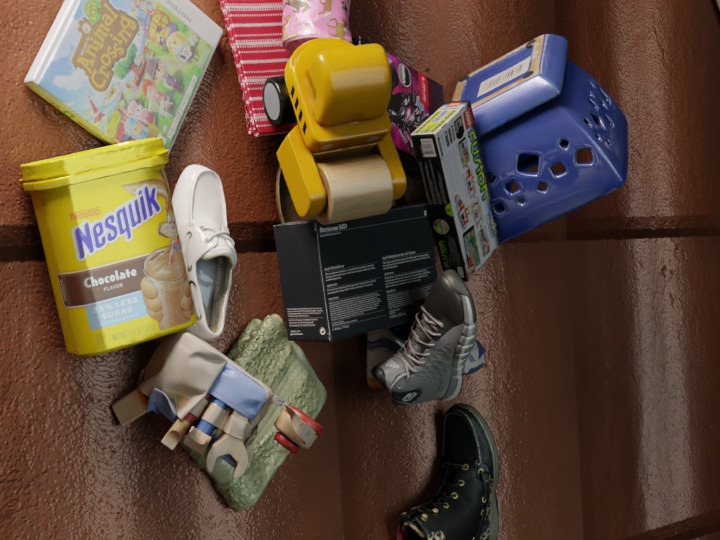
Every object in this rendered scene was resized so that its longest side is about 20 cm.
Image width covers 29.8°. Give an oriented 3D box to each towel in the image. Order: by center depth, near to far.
[{"bbox_3d":[-0.121,0.162,1.559,0.148,0.036,0.200,55,53,-26],"label":"towel"},{"bbox_3d":[-0.099,-0.261,1.600,0.145,0.022,0.200,-14,91,-44],"label":"towel"}]

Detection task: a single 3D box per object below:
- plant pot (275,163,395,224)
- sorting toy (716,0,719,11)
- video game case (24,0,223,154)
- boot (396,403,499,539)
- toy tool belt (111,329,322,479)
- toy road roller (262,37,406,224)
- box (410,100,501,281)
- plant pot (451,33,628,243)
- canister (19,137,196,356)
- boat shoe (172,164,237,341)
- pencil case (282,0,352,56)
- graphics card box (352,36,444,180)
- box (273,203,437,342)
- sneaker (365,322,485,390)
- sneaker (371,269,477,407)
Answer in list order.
[{"bbox_3d":[-0.034,-0.093,1.668,0.200,0.027,0.200,2,87,-44],"label":"plant pot"},{"bbox_3d":[0.663,-0.555,2.383,0.200,0.036,0.185,-44,117,-37],"label":"sorting toy"},{"bbox_3d":[-0.250,-0.233,1.464,0.182,0.022,0.200,38,62,-37],"label":"video game case"},{"bbox_3d":[0.111,0.287,1.751,0.154,0.073,0.204,-16,103,-49],"label":"boot"},{"bbox_3d":[-0.154,0.160,1.438,0.200,0.125,0.123,35,85,3],"label":"toy tool belt"},{"bbox_3d":[-0.019,-0.165,1.502,0.123,0.146,0.200,-12,76,-24],"label":"toy road roller"},{"bbox_3d":[0.121,-0.098,1.683,0.110,0.035,0.200,-45,128,-50],"label":"box"},{"bbox_3d":[0.224,-0.185,1.780,0.180,0.200,0.200,54,27,-20],"label":"plant pot"},{"bbox_3d":[-0.255,-0.025,1.394,0.148,0.087,0.200,-17,101,-33],"label":"canister"},{"bbox_3d":[-0.167,-0.020,1.500,0.071,0.069,0.200,4,84,-43],"label":"boat shoe"},{"bbox_3d":[-0.048,-0.343,1.598,0.083,0.086,0.200,43,47,-68],"label":"pencil case"},{"bbox_3d":[0.038,-0.200,1.697,0.200,0.051,0.126,20,65,-51],"label":"graphics card box"},{"bbox_3d":[0.000,0.000,1.622,0.200,0.079,0.141,-11,98,-45],"label":"box"},{"bbox_3d":[0.089,0.097,1.745,0.200,0.075,0.088,-9,93,-46],"label":"sneaker"},{"bbox_3d":[0.070,0.095,1.610,0.115,0.075,0.200,-17,133,-22],"label":"sneaker"}]
